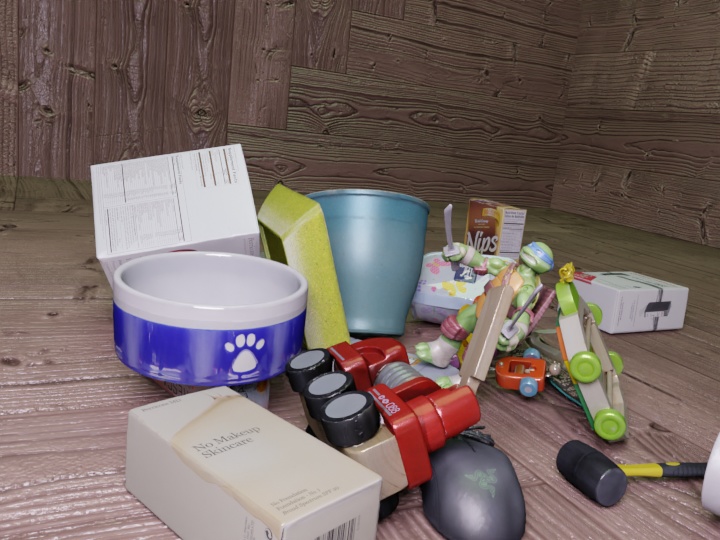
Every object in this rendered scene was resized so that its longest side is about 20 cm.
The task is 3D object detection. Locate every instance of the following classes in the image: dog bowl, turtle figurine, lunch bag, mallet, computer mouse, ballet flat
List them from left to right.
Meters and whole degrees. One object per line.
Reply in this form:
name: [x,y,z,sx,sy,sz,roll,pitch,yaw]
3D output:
dog bowl: [-0.154,0.043,0.706,0.196,0.080,0.200,6,15,-1]
computer mouse: [0.088,0.176,0.621,0.136,0.054,0.200,5,12,-11]
turtle figurine: [0.123,0.040,0.767,0.143,0.196,0.199,38,21,20]
lunch bag: [0.180,0.035,1.115,0.166,0.130,0.200,7,7,19]
ballet flat: [0.269,0.122,0.909,0.067,0.077,0.200,5,12,-26]
mallet: [0.291,0.201,0.665,0.196,0.042,0.066,8,10,-15]

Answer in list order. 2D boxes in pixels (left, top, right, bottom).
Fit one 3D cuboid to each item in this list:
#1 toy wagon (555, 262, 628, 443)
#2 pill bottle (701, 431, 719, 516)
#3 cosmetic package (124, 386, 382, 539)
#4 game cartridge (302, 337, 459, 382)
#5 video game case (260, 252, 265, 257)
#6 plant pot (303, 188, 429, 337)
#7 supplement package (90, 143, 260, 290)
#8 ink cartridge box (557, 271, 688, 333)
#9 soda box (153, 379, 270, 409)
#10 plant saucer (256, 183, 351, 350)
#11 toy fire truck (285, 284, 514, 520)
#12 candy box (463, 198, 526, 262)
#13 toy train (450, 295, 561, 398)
toy wagon: [0.259,0.089,0.773,0.039,0.203,0.155,-22,9,25]
pill bottle: [0.391,0.196,0.545,0.198,0.114,0.111,16,15,40]
cosmetic package: [-0.089,0.165,0.528,0.198,0.075,0.103,18,17,40]
game cartridge: [0.014,0.128,0.843,0.197,0.042,0.133,12,9,25]
video game case: [-0.150,-0.008,1.413,0.179,0.023,0.199,13,13,27]
plant pot: [0.000,0.000,0.988,0.196,0.192,0.200,3,-7,0]
supplement package: [-0.244,-0.043,0.934,0.196,0.149,0.192,-11,-29,-11]
ink cartridge box: [0.505,0.058,1.308,0.197,0.086,0.144,1,13,-28]
soda box: [-0.181,0.104,0.759,0.063,0.070,0.198,-6,19,-44]
plant saucer: [-0.078,0.006,0.847,0.047,0.203,0.200,-17,19,-17]
toy fire truck: [0.045,0.097,0.616,0.197,0.131,0.176,-20,17,-16]
candy box: [0.240,-0.024,1.262,0.055,0.204,0.116,1,12,-24]
toy train: [0.195,0.107,0.926,0.147,0.057,0.201,-2,32,16]
